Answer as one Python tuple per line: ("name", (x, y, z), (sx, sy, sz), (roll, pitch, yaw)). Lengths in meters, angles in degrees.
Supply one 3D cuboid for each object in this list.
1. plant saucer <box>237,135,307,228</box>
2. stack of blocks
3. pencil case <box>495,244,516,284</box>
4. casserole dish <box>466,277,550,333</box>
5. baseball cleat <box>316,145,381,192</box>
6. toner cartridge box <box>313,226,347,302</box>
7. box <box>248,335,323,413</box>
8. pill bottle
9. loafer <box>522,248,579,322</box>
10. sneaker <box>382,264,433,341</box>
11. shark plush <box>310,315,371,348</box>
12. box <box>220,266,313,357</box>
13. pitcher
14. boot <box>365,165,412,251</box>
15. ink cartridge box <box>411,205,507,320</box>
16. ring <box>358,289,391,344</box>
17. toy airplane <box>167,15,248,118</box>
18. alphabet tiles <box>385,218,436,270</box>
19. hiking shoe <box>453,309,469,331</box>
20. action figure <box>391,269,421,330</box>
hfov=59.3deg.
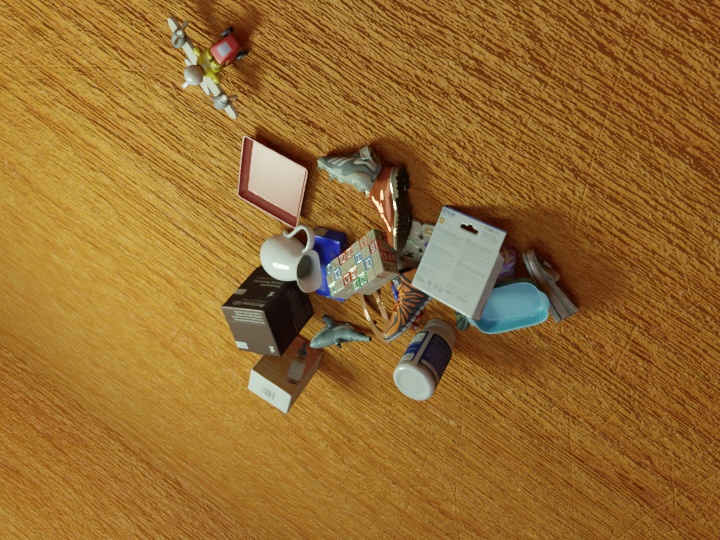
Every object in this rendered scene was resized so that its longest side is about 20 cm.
("plant saucer", (-0.226, -0.235, 1.656), (0.197, 0.037, 0.202), (29, 135, 12))
("stack of blocks", (0.000, 0.000, 1.590), (0.199, 0.058, 0.118), (-35, 58, 38))
("pencil case", (0.316, 0.036, 1.479), (0.081, 0.086, 0.204), (6, 129, 13))
("casserole dish", (0.330, 0.076, 1.422), (0.196, 0.039, 0.122), (-18, 118, 32))
("baseball cleat", (-0.020, -0.251, 1.493), (0.198, 0.108, 0.069), (33, 178, 41))
("toner cartridge box", (-0.081, -0.016, 1.729), (0.093, 0.043, 0.204), (16, 131, 23))
("box", (-0.232, 0.309, 1.971), (0.150, 0.201, 0.108), (29, 137, 9))
("pill bottle", (0.173, 0.226, 1.641), (0.113, 0.201, 0.118), (18, 134, 20))
("loafer", (0.428, 0.026, 1.420), (0.062, 0.073, 0.202), (-23, 117, 23))
("sneaker", (0.100, 0.071, 1.570), (0.112, 0.201, 0.077), (42, 172, -14))
("shark plush", (-0.051, 0.206, 1.855), (0.195, 0.084, 0.093), (10, 129, 27))
("box", (-0.266, 0.115, 1.842), (0.162, 0.201, 0.168), (4, 126, 29))
("pitcher", (-0.186, -0.051, 1.703), (0.198, 0.119, 0.177), (23, 113, 47))
("boot", (0.064, -0.148, 1.504), (0.105, 0.075, 0.206), (7, 112, 32))
("ink cartridge box", (0.227, -0.020, 1.429), (0.195, 0.043, 0.204), (30, 100, 44))
("ring", (0.040, 0.100, 1.685), (0.203, 0.019, 0.203), (91, 155, -53))
("toy airplane", (-0.370, -0.474, 1.487), (0.196, 0.142, 0.202), (23, 134, 15))
("alphabet tiles", (0.151, -0.036, 1.580), (0.191, 0.015, 0.204), (15, 131, 20))
("hiking shoe", (0.234, 0.052, 1.551), (0.098, 0.076, 0.205), (8, 119, 18))
("action figure", (0.106, 0.103, 1.653), (0.064, 0.100, 0.202), (1, 136, 33))
